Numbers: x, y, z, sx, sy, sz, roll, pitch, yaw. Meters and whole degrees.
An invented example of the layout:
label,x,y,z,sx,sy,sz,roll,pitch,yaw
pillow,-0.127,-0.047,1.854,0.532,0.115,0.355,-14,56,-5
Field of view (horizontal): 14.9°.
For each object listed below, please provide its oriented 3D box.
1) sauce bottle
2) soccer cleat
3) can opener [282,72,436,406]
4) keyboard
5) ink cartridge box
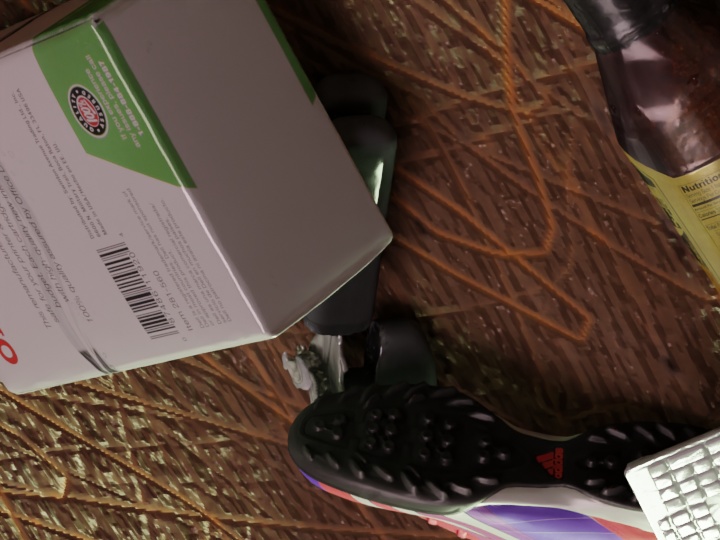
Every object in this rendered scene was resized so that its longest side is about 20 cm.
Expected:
label,x,y,z,sx,sy,sz,roll,pitch,yaw
sauce bottle,0.134,-0.052,1.047,0.066,0.066,0.200,-18,115,41
soccer cleat,0.066,0.099,1.199,0.199,0.068,0.073,6,135,1
can opener,0.000,0.000,1.194,0.066,0.053,0.201,-7,135,-8
keyboard,0.166,0.130,1.180,0.056,0.011,0.200,-19,137,11
ink cartridge box,-0.104,-0.039,1.147,0.200,0.084,0.147,-12,111,51
